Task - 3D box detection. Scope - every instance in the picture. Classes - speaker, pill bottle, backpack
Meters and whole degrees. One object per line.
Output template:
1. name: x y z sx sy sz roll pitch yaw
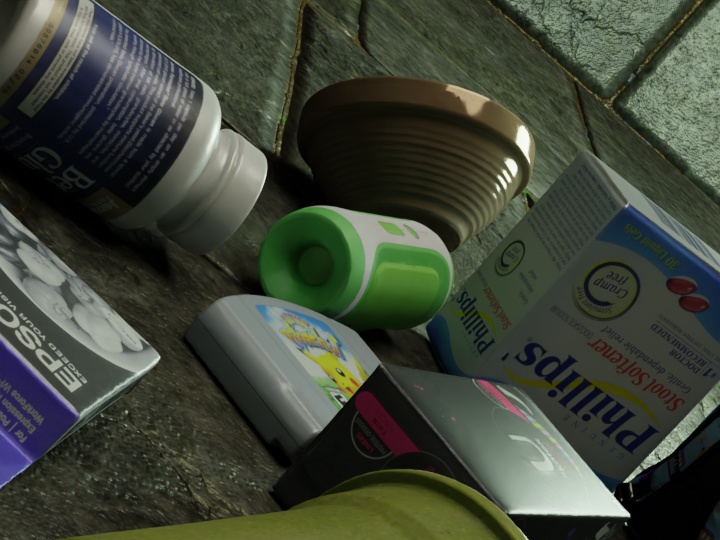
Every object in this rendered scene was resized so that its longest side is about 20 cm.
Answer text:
1. speaker: 0.000 0.000 1.655 0.089 0.089 0.200 47 15 18
2. pill bottle: -0.160 -0.096 1.457 0.200 0.111 0.111 36 16 -25
3. backpack: 0.318 0.180 1.758 0.134 0.200 0.183 34 16 -28

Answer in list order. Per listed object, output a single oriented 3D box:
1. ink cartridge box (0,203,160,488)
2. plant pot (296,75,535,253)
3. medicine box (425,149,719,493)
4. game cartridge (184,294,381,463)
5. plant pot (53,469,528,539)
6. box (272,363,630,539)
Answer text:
1. ink cartridge box: -0.210 0.009 1.164 0.198 0.043 0.200 44 16 1
2. plant pot: 0.040 -0.073 1.874 0.200 0.200 0.093 31 59 -38
3. medicine box: 0.188 0.043 1.800 0.182 0.200 0.103 34 14 -28
4. game cartridge: -0.027 0.075 1.478 0.133 0.041 0.200 46 14 26
5. plant pot: -0.047 0.174 0.887 0.183 0.201 0.201 9 35 -45
6. box: 0.059 0.140 1.375 0.122 0.106 0.200 48 16 23
